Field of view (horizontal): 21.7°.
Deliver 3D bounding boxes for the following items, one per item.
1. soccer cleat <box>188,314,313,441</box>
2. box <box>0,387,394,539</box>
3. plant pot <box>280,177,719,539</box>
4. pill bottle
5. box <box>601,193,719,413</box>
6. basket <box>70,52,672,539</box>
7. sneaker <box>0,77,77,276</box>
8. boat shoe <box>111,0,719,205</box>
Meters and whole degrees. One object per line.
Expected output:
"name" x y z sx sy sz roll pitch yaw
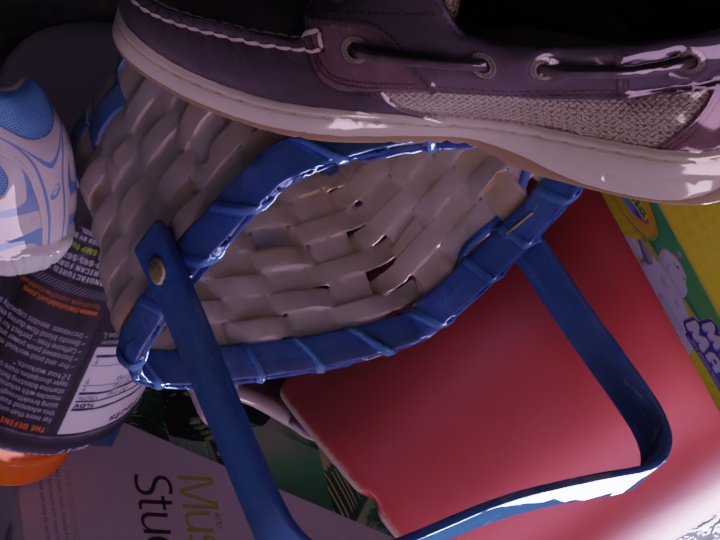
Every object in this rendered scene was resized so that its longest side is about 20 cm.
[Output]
"soccer cleat" 0.002 0.048 0.891 0.198 0.087 0.070 5 137 -26
"box" -0.074 0.106 0.886 0.199 0.145 0.036 7 138 -28
"plant pot" 0.076 0.045 0.786 0.177 0.200 0.201 -41 140 -3
"pill bottle" -0.125 0.004 0.776 0.105 0.107 0.201 6 136 -27
"box" 0.161 -0.017 0.675 0.117 0.201 0.048 -29 176 -15
"basket" 0.000 0.000 0.630 0.176 0.201 0.139 -10 155 -44
"sneaker" -0.178 -0.047 0.676 0.072 0.199 0.073 -19 113 -52
"boat shoe" 0.024 -0.073 0.538 0.198 0.072 0.065 14 132 13
